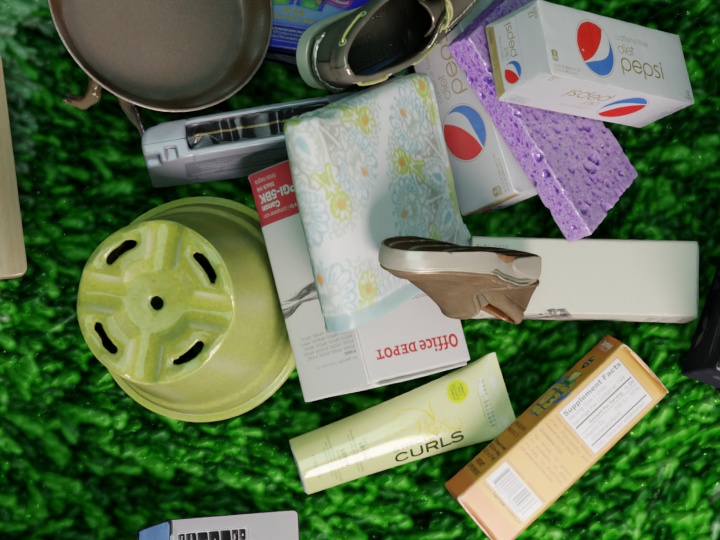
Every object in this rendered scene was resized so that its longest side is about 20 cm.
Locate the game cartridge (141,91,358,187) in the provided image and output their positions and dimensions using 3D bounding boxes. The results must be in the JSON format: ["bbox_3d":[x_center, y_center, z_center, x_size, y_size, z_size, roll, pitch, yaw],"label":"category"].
[{"bbox_3d":[-0.088,-0.111,1.568,0.198,0.133,0.041,-10,79,-5],"label":"game cartridge"}]

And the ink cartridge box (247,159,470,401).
[{"bbox_3d":[0.000,0.000,1.548,0.082,0.146,0.202,-18,84,39],"label":"ink cartridge box"}]

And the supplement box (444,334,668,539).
[{"bbox_3d":[0.169,0.147,1.574,0.200,0.067,0.069,-41,99,-3],"label":"supplement box"}]

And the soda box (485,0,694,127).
[{"bbox_3d":[0.196,-0.173,1.540,0.063,0.199,0.069,-23,71,41],"label":"soda box"}]

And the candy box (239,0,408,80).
[{"bbox_3d":[-0.015,-0.276,1.573,0.168,0.077,0.202,15,86,38],"label":"candy box"}]

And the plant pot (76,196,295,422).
[{"bbox_3d":[-0.153,0.029,1.525,0.198,0.184,0.203,0,86,7],"label":"plant pot"}]

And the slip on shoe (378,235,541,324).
[{"bbox_3d":[0.080,0.010,1.458,0.075,0.199,0.061,13,95,30],"label":"slip on shoe"}]

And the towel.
[{"bbox_3d":[0.014,-0.059,1.468,0.048,0.200,0.173,-7,103,35],"label":"towel"}]

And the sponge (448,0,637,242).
[{"bbox_3d":[0.158,-0.136,1.554,0.030,0.112,0.201,-22,105,42],"label":"sponge"}]

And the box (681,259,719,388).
[{"bbox_3d":[0.364,0.011,1.519,0.116,0.200,0.198,20,87,3],"label":"box"}]

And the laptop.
[{"bbox_3d":[-0.112,0.301,1.508,0.198,0.116,0.189,0,85,-29],"label":"laptop"}]

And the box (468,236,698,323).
[{"bbox_3d":[0.191,0.009,1.583,0.198,0.082,0.069,2,85,2],"label":"box"}]

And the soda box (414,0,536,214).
[{"bbox_3d":[0.101,-0.155,1.588,0.068,0.063,0.202,-22,84,44],"label":"soda box"}]

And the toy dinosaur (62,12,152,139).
[{"bbox_3d":[-0.194,-0.211,1.573,0.085,0.201,0.136,23,127,-21],"label":"toy dinosaur"}]

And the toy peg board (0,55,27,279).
[{"bbox_3d":[-0.409,-0.080,1.605,0.197,0.098,0.202,-7,86,-15],"label":"toy peg board"}]

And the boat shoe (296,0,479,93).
[{"bbox_3d":[0.039,-0.204,1.477,0.201,0.060,0.073,-35,118,-29],"label":"boat shoe"}]

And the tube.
[{"bbox_3d":[0.037,0.139,1.592,0.198,0.058,0.052,-19,51,-5],"label":"tube"}]

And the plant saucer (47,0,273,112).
[{"bbox_3d":[-0.170,-0.225,1.521,0.198,0.032,0.202,6,74,-24],"label":"plant saucer"}]
